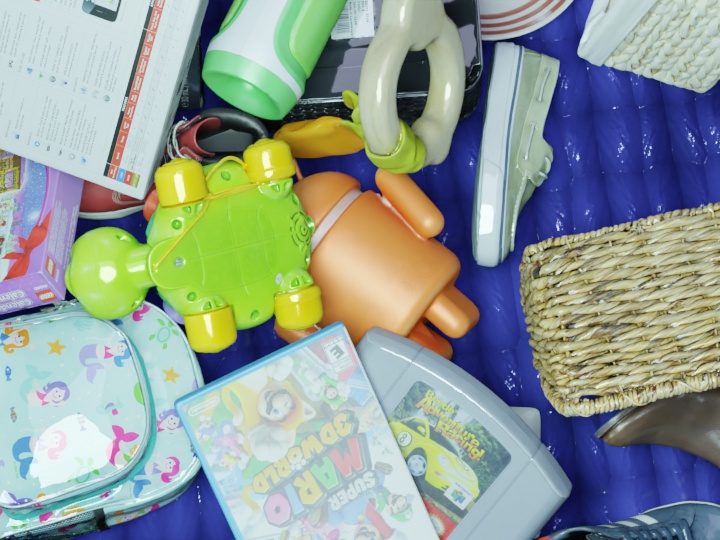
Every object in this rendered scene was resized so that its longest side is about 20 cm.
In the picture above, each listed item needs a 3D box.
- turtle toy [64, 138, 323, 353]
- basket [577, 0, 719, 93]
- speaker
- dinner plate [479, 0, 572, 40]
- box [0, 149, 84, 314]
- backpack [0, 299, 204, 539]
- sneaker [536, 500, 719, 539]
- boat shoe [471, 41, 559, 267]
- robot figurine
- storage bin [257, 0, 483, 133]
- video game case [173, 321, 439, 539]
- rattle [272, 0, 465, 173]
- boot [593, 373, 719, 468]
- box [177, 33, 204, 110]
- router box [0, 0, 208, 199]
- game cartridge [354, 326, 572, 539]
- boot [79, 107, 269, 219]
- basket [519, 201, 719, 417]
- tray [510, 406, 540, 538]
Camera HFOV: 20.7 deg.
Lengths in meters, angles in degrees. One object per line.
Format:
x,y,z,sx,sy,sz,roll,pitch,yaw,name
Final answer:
-0.123,-0.014,1.482,0.198,0.101,0.147,-14,96,-27,turtle toy
0.275,-0.245,1.628,0.122,0.200,0.137,21,74,-3,basket
-0.049,-0.222,1.543,0.088,0.089,0.201,25,76,3,speaker
0.105,-0.291,1.717,0.198,0.024,0.203,1,75,-4,dinner plate
-0.287,-0.052,1.552,0.135,0.039,0.202,-13,49,19,box
-0.215,0.111,1.523,0.198,0.151,0.179,-11,77,-13,backpack
0.211,0.227,1.546,0.198,0.085,0.076,-16,76,-8,sneaker
0.130,-0.098,1.640,0.061,0.072,0.202,8,71,1,boat shoe
0.001,-0.002,1.581,0.199,0.144,0.117,37,53,7,robot figurine
-0.001,-0.196,1.633,0.198,0.094,0.137,-3,80,1,storage bin
-0.037,0.159,1.498,0.142,0.018,0.202,-25,100,-6,video game case
0.014,-0.183,1.535,0.129,0.142,0.202,-10,107,-38,rattle
0.299,0.177,1.554,0.185,0.064,0.201,-16,71,-27,boot
-0.228,-0.204,1.602,0.198,0.149,0.108,-3,70,-4,box
-0.214,-0.176,1.467,0.178,0.049,0.201,20,118,-1,router box
0.058,0.142,1.524,0.199,0.041,0.134,38,113,4,game cartridge
-0.172,-0.092,1.578,0.198,0.144,0.073,-6,81,-4,boot
0.234,0.048,1.566,0.198,0.143,0.150,-13,70,-3,basket
0.049,0.159,1.588,0.198,0.022,0.109,2,75,-3,tray
